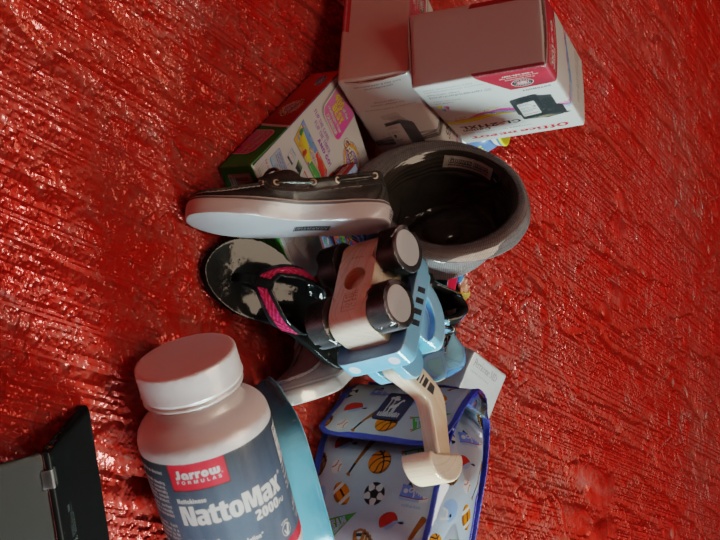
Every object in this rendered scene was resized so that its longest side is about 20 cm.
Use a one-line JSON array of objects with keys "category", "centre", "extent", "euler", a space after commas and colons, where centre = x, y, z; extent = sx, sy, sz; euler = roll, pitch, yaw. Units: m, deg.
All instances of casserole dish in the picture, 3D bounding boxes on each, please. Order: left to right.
[{"category": "casserole dish", "centre": [-0.074, 0.199, 1.220], "extent": [0.039, 0.121, 0.201], "euler": [-20, 113, -19]}]

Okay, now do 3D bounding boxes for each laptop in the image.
[{"category": "laptop", "centre": [-0.271, 0.225, 0.971], "extent": [0.200, 0.115, 0.189], "euler": [-83, 167, -80]}]

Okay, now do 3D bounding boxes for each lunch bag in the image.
[{"category": "lunch bag", "centre": [0.040, 0.215, 1.345], "extent": [0.124, 0.169, 0.201], "euler": [42, 56, -49]}]

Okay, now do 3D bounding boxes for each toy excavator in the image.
[{"category": "toy excavator", "centre": [0.043, 0.084, 1.227], "extent": [0.200, 0.099, 0.196], "euler": [42, 46, -36]}]

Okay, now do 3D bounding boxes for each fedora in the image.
[{"category": "fedora", "centre": [0.083, -0.051, 1.351], "extent": [0.199, 0.177, 0.091], "euler": [-29, 149, -33]}]

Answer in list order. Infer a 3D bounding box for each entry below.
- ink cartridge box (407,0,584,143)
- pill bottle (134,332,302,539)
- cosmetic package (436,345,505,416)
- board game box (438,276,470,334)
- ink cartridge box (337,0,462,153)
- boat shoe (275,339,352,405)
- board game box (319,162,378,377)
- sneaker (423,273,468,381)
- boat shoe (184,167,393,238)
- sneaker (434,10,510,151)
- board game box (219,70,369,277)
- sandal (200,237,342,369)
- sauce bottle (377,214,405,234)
[{"category": "ink cartridge box", "centre": [0.151, -0.211, 1.356], "extent": [0.200, 0.145, 0.084], "euler": [29, 57, -66]}, {"category": "pill bottle", "centre": [-0.128, 0.164, 1.106], "extent": [0.120, 0.119, 0.201], "euler": [-41, 124, -52]}, {"category": "cosmetic package", "centre": [0.089, 0.189, 1.478], "extent": [0.102, 0.074, 0.201], "euler": [36, 75, -54]}, {"category": "board game box", "centre": [0.115, 0.001, 1.504], "extent": [0.200, 0.039, 0.159], "euler": [102, -2, -63]}, {"category": "ink cartridge box", "centre": [0.050, -0.213, 1.416], "extent": [0.200, 0.084, 0.147], "euler": [55, 34, -56]}, {"category": "boat shoe", "centre": [-0.038, 0.087, 1.316], "extent": [0.200, 0.072, 0.069], "euler": [-27, 98, -55]}, {"category": "board game box", "centre": [0.000, 0.000, 1.327], "extent": [0.103, 0.019, 0.201], "euler": [-57, 134, -57]}, {"category": "sneaker", "centre": [0.076, 0.062, 1.348], "extent": [0.200, 0.089, 0.079], "euler": [49, 41, -53]}, {"category": "boat shoe", "centre": [-0.067, -0.066, 1.195], "extent": [0.198, 0.069, 0.057], "euler": [0, 73, -17]}, {"category": "sneaker", "centre": [0.106, -0.228, 1.564], "extent": [0.201, 0.082, 0.074], "euler": [61, 32, -6]}, {"category": "board game box", "centre": [-0.056, -0.092, 1.311], "extent": [0.200, 0.040, 0.154], "euler": [-53, 133, -46]}, {"category": "sandal", "centre": [-0.064, 0.030, 1.226], "extent": [0.199, 0.045, 0.076], "euler": [33, 73, -25]}, {"category": "sauce bottle", "centre": [0.030, 0.023, 1.433], "extent": [0.066, 0.066, 0.202], "euler": [-27, 111, -57]}]
